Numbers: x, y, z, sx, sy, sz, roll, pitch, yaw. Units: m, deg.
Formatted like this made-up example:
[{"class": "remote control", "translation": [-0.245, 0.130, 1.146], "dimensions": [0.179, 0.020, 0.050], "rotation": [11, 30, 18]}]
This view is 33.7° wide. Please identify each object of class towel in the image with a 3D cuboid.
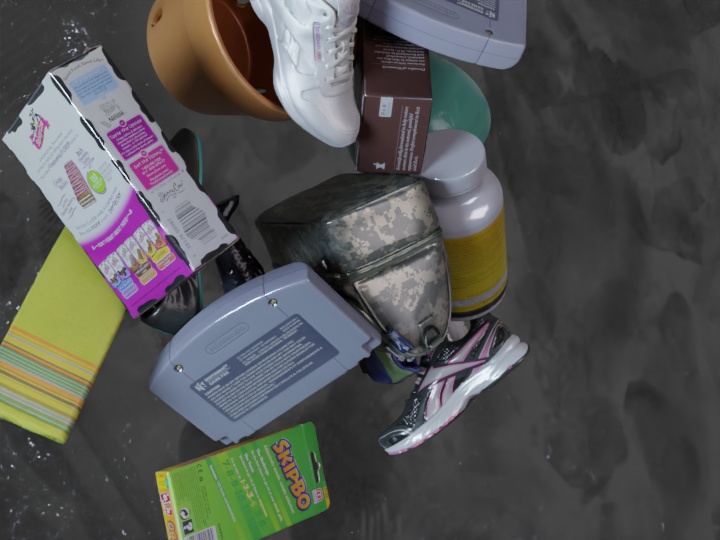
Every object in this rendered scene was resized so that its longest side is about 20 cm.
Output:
[{"class": "towel", "translation": [-0.258, 0.048, 1.049], "dimensions": [0.086, 0.018, 0.201], "rotation": [28, 60, -13]}]

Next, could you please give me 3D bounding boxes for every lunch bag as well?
[{"class": "lunch bag", "translation": [0.000, 0.000, 1.218], "dimensions": [0.139, 0.199, 0.169], "rotation": [-28, 107, -26]}]

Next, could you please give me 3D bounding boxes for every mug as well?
[{"class": "mug", "translation": [0.068, -0.141, 1.358], "dimensions": [0.185, 0.151, 0.115], "rotation": [51, 51, -26]}]

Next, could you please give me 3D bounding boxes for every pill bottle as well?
[{"class": "pill bottle", "translation": [0.100, -0.049, 1.281], "dimensions": [0.112, 0.111, 0.201], "rotation": [-57, 152, -36]}]

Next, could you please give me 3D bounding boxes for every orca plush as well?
[{"class": "orca plush", "translation": [-0.093, 0.021, 1.181], "dimensions": [0.105, 0.070, 0.202], "rotation": [-75, 153, -76]}]

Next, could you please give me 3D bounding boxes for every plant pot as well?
[{"class": "plant pot", "translation": [-0.119, -0.237, 1.186], "dimensions": [0.199, 0.139, 0.202], "rotation": [13, 72, -45]}]

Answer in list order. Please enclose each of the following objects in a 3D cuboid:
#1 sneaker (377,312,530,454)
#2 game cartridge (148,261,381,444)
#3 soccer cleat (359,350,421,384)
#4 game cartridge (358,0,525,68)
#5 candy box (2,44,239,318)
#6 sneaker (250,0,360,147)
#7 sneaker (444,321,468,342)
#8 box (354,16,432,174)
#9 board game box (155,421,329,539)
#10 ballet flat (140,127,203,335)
[{"class": "sneaker", "translation": [0.093, 0.124, 1.346], "dimensions": [0.087, 0.200, 0.080], "rotation": [50, 1, 11]}, {"class": "game cartridge", "translation": [-0.096, 0.078, 1.121], "dimensions": [0.133, 0.199, 0.042], "rotation": [46, 21, -28]}, {"class": "soccer cleat", "translation": [0.035, 0.026, 1.339], "dimensions": [0.064, 0.083, 0.202], "rotation": [2, 81, -46]}, {"class": "game cartridge", "translation": [0.071, -0.274, 1.191], "dimensions": [0.198, 0.042, 0.134], "rotation": [20, 48, -10]}, {"class": "candy box", "translation": [-0.209, -0.072, 1.024], "dimensions": [0.061, 0.136, 0.201], "rotation": [-40, 96, -38]}, {"class": "sneaker", "translation": [-0.038, -0.210, 1.094], "dimensions": [0.075, 0.099, 0.202], "rotation": [-36, 110, -46]}, {"class": "sneaker", "translation": [0.080, 0.055, 1.407], "dimensions": [0.086, 0.074, 0.202], "rotation": [3, 79, -26]}, {"class": "box", "translation": [0.031, -0.203, 1.220], "dimensions": [0.101, 0.074, 0.201], "rotation": [97, -4, -48]}, {"class": "board game box", "translation": [-0.112, 0.220, 1.187], "dimensions": [0.199, 0.030, 0.097], "rotation": [-13, 92, -45]}, {"class": "ballet flat", "translation": [-0.186, -0.040, 1.134], "dimensions": [0.068, 0.068, 0.202], "rotation": [2, 80, -33]}]
